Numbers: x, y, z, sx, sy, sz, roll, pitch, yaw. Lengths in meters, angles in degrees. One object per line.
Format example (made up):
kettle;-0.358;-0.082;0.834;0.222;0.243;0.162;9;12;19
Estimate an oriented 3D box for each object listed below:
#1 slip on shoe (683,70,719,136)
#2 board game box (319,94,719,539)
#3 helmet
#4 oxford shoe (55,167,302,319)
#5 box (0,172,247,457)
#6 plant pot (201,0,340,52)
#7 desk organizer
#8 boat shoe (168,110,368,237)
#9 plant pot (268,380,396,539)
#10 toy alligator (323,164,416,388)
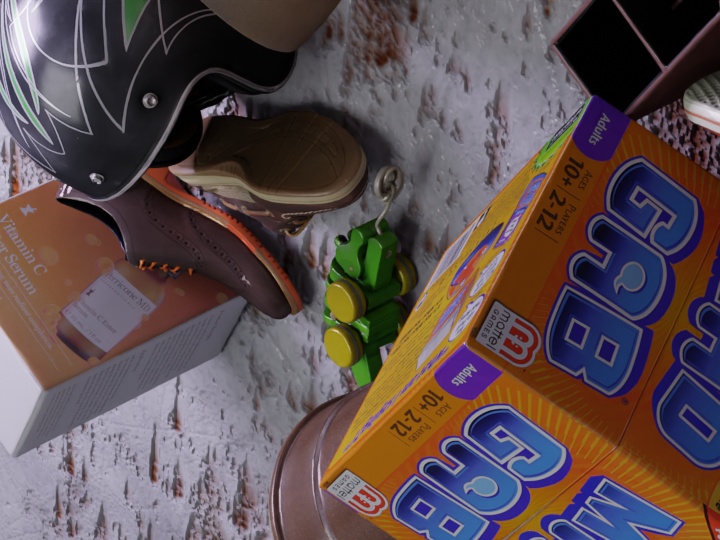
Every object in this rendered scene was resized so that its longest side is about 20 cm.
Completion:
slip on shoe;0.259;-0.062;1.492;0.200;0.074;0.061;26;134;35
board game box;0.134;0.067;1.564;0.200;0.200;0.200;34;144;-6
helmet;-0.162;-0.151;1.848;0.200;0.191;0.200;16;112;46
oxford shoe;-0.132;-0.018;1.989;0.200;0.073;0.071;37;164;8
box;-0.209;0.019;2.032;0.152;0.200;0.106;52;145;15
plant pot;-0.056;-0.256;1.695;0.134;0.200;0.200;-39;77;18
desk organizer;0.192;-0.162;1.504;0.072;0.077;0.200;55;145;11
boat shoe;-0.053;-0.063;1.906;0.200;0.072;0.072;6;147;50
plant pot;0.072;0.127;1.752;0.200;0.200;0.198;56;141;10
toy alligator;0.000;0.000;1.873;0.054;0.059;0.200;34;136;35
